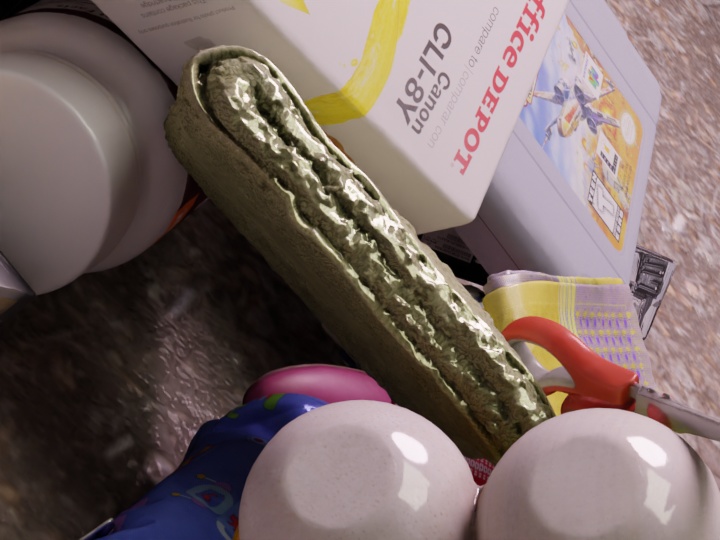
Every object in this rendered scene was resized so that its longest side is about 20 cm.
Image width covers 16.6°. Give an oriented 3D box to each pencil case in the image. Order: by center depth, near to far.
[{"bbox_3d":[-0.059,0.112,0.976,0.087,0.078,0.200,44,26,2],"label":"pencil case"}]

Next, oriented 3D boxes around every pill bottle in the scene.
[{"bbox_3d":[-0.112,-0.066,1.071,0.114,0.114,0.200,50,27,-3],"label":"pill bottle"}]

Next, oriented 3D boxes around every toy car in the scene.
[{"bbox_3d":[0.046,0.141,0.861,0.175,0.200,0.150,69,26,-57],"label":"toy car"}]

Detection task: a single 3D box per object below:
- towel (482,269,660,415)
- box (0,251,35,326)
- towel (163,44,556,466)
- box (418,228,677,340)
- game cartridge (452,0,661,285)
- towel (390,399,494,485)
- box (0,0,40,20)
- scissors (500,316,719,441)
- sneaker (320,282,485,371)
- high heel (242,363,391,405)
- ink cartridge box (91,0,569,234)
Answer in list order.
[{"bbox_3d":[0.114,0.092,1.043,0.144,0.023,0.200,11,58,-62],"label":"towel"},{"bbox_3d":[-0.192,-0.041,0.887,0.158,0.048,0.200,51,-2,1],"label":"box"},{"bbox_3d":[0.000,0.000,0.948,0.200,0.036,0.148,47,-9,-2],"label":"towel"},{"bbox_3d":[0.041,-0.030,1.253,0.158,0.050,0.200,26,5,42],"label":"box"},{"bbox_3d":[0.089,-0.070,1.169,0.133,0.042,0.200,55,34,-33],"label":"game cartridge"},{"bbox_3d":[0.047,0.119,1.068,0.145,0.022,0.200,35,62,-52],"label":"towel"},{"bbox_3d":[-0.189,-0.183,1.056,0.107,0.148,0.200,57,26,12],"label":"box"},{"bbox_3d":[0.095,0.043,0.855,0.073,0.014,0.200,53,-12,-5],"label":"scissors"},{"bbox_3d":[0.037,0.036,1.202,0.088,0.075,0.200,23,-10,16],"label":"sneaker"},{"bbox_3d":[0.026,0.112,1.115,0.200,0.067,0.096,31,22,-41],"label":"high heel"},{"bbox_3d":[-0.014,-0.128,1.028,0.200,0.083,0.145,44,56,-31],"label":"ink cartridge box"}]
